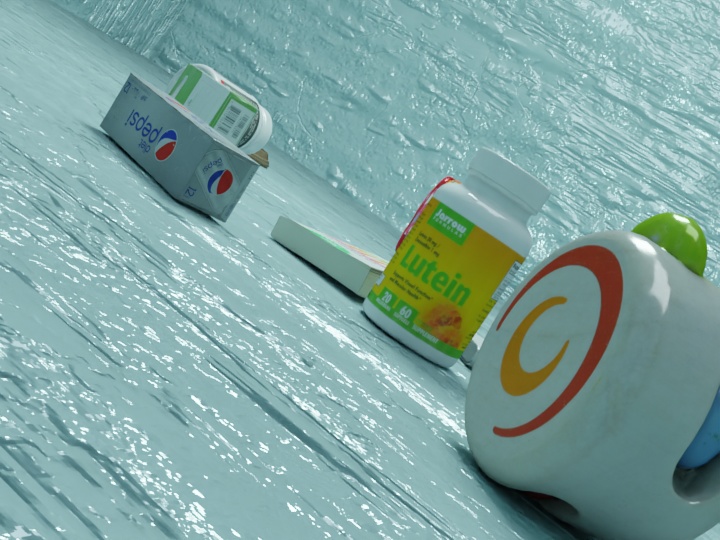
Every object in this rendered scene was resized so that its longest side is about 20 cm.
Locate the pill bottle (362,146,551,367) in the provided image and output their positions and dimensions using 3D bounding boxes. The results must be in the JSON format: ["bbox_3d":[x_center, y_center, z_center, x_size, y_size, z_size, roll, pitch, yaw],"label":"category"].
[{"bbox_3d":[0.099,-0.016,0.985,0.111,0.200,0.111,33,5,-3],"label":"pill bottle"}]

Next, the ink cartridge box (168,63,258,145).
[{"bbox_3d":[-0.240,-0.244,1.546,0.059,0.104,0.200,30,6,-35],"label":"ink cartridge box"}]

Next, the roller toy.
[{"bbox_3d":[0.169,0.081,0.650,0.139,0.200,0.183,31,41,-17],"label":"roller toy"}]

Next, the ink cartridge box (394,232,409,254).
[{"bbox_3d":[0.140,0.015,1.668,0.136,0.076,0.200,35,4,20],"label":"ink cartridge box"}]

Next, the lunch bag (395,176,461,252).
[{"bbox_3d":[0.172,-0.084,2.068,0.082,0.200,0.176,37,4,27],"label":"lunch bag"}]

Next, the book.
[{"bbox_3d":[0.000,0.000,1.144,0.133,0.048,0.200,32,5,29],"label":"book"}]

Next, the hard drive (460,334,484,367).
[{"bbox_3d":[0.196,0.133,1.177,0.200,0.026,0.132,32,5,-13],"label":"hard drive"}]

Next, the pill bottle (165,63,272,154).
[{"bbox_3d":[-0.246,-0.277,1.763,0.114,0.114,0.200,36,5,27],"label":"pill bottle"}]

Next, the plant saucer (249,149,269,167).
[{"bbox_3d":[-0.275,-0.285,2.135,0.200,0.030,0.200,33,4,-3],"label":"plant saucer"}]

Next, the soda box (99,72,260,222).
[{"bbox_3d":[-0.183,-0.124,0.991,0.063,0.068,0.200,27,8,-44],"label":"soda box"}]
